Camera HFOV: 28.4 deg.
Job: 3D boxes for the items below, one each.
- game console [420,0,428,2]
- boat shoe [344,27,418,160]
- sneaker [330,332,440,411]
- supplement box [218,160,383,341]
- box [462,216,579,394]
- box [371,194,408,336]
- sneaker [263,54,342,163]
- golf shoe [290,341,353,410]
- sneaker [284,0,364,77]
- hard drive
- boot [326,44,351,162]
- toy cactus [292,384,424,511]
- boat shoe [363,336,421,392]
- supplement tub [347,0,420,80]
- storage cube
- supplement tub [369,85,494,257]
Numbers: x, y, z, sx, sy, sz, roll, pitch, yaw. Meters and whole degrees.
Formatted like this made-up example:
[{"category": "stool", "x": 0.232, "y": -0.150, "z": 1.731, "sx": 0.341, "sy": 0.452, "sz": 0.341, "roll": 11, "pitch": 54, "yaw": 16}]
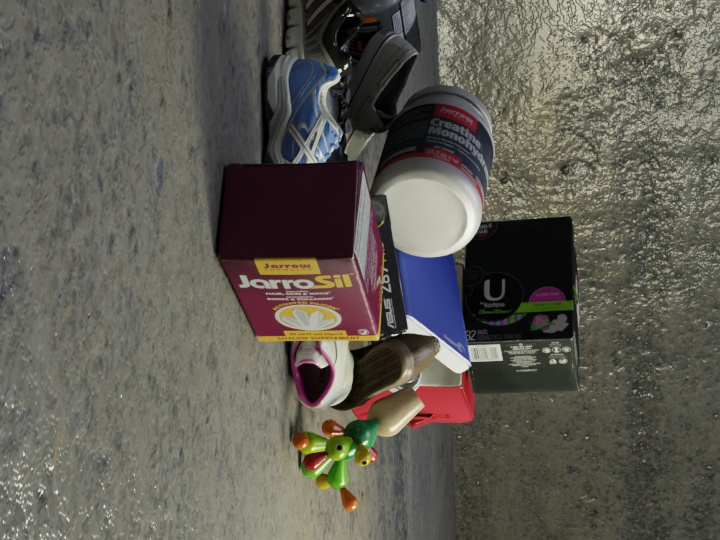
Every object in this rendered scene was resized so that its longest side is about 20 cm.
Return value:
[{"category": "game console", "x": 0.051, "y": -0.470, "z": 1.811, "sx": 0.170, "sy": 0.118, "sz": 0.201, "roll": 36, "pitch": -26, "yaw": 47}, {"category": "boat shoe", "x": 0.017, "y": -0.209, "z": 1.828, "sx": 0.072, "sy": 0.066, "sz": 0.201, "roll": -10, "pitch": 133, "yaw": -56}, {"category": "sneaker", "x": 0.020, "y": 0.120, "z": 1.700, "sx": 0.199, "sy": 0.075, "sz": 0.071, "roll": -19, "pitch": -92, "yaw": 53}, {"category": "supplement box", "x": -0.051, "y": -0.014, "z": 1.368, "sx": 0.200, "sy": 0.130, "sz": 0.104, "roll": 72, "pitch": 20, "yaw": -63}, {"category": "box", "x": 0.214, "y": 0.046, "z": 1.884, "sx": 0.125, "sy": 0.147, "sz": 0.201, "roll": 74, "pitch": 18, "yaw": -50}, {"category": "box", "x": 0.000, "y": 0.000, "z": 1.710, "sx": 0.200, "sy": 0.049, "sz": 0.163, "roll": 169, "pitch": -85, "yaw": -76}, {"category": "sneaker", "x": -0.060, "y": -0.125, "z": 1.500, "sx": 0.076, "sy": 0.076, "sz": 0.202, "roll": -61, "pitch": 151, "yaw": -77}, {"category": "golf shoe", "x": -0.045, "y": 0.064, "z": 1.625, "sx": 0.091, "sy": 0.075, "sz": 0.202, "roll": -34, "pitch": 121, "yaw": -73}, {"category": "sneaker", "x": -0.037, "y": -0.304, "z": 1.621, "sx": 0.074, "sy": 0.087, "sz": 0.202, "roll": 59, "pitch": 32, "yaw": -75}, {"category": "hard drive", "x": 0.081, "y": 0.017, "z": 1.785, "sx": 0.132, "sy": 0.025, "sz": 0.201, "roll": 38, "pitch": 32, "yaw": -36}, {"category": "boot", "x": -0.036, "y": -0.185, "z": 1.752, "sx": 0.165, "sy": 0.065, "sz": 0.202, "roll": 28, "pitch": 58, "yaw": -83}, {"category": "toy cactus", "x": 0.004, "y": 0.201, "z": 1.676, "sx": 0.103, "sy": 0.164, "sz": 0.200, "roll": 55, "pitch": -1, "yaw": 19}, {"category": "boat shoe", "x": 0.042, "y": 0.059, "z": 1.810, "sx": 0.068, "sy": 0.071, "sz": 0.202, "roll": 163, "pitch": -84, "yaw": -66}, {"category": "supplement tub", "x": 0.011, "y": -0.343, "z": 1.851, "sx": 0.201, "sy": 0.121, "sz": 0.124, "roll": 76, "pitch": 16, "yaw": -58}, {"category": "storage cube", "x": 0.068, "y": 0.103, "z": 1.950, "sx": 0.180, "sy": 0.169, "sz": 0.202, "roll": 66, "pitch": 24, "yaw": -68}, {"category": "supplement tub", "x": 0.092, "y": -0.126, "z": 1.770, "sx": 0.201, "sy": 0.139, "sz": 0.141, "roll": -74, "pitch": 162, "yaw": -49}]
